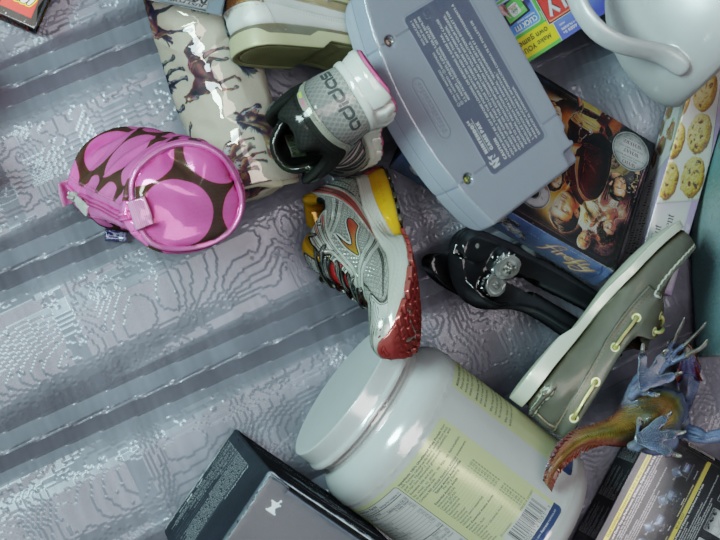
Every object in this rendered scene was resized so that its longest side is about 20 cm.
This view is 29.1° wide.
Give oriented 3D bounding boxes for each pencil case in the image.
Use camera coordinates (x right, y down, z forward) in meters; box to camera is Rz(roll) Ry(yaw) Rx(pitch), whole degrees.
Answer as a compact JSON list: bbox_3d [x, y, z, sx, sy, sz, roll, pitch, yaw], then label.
[{"bbox_3d":[-0.157,-0.059,1.022,0.093,0.200,0.091,-9,99,-23],"label":"pencil case"},{"bbox_3d":[-0.116,-0.149,1.084,0.078,0.089,0.201,-20,93,-40],"label":"pencil case"}]

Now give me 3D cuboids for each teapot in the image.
[{"bbox_3d":[0.256,-0.233,1.083,0.197,0.200,0.146,-44,86,8],"label":"teapot"}]

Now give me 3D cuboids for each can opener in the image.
[{"bbox_3d":[0.149,0.017,1.154,0.199,0.079,0.064,21,96,-22],"label":"can opener"}]

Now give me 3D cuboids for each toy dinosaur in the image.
[{"bbox_3d":[0.233,0.102,1.121,0.199,0.181,0.106,-16,80,6],"label":"toy dinosaur"}]

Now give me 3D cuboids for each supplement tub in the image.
[{"bbox_3d":[0.063,0.152,1.101,0.200,0.145,0.145,37,85,-10],"label":"supplement tub"}]

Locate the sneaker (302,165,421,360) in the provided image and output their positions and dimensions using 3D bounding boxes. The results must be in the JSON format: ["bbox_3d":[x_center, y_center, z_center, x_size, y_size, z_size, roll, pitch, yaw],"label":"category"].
[{"bbox_3d":[0.000,0.000,1.076,0.082,0.200,0.078,-12,128,-4],"label":"sneaker"}]

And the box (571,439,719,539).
[{"bbox_3d":[0.264,0.253,1.194,0.161,0.049,0.201,29,85,-12],"label":"box"}]

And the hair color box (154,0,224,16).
[{"bbox_3d":[-0.138,-0.291,1.037,0.098,0.061,0.201,9,56,-12],"label":"hair color box"}]

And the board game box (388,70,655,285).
[{"bbox_3d":[0.136,-0.094,1.137,0.199,0.035,0.136,29,62,-11],"label":"board game box"}]

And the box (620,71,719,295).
[{"bbox_3d":[0.270,-0.080,1.188,0.041,0.039,0.201,18,88,-11],"label":"box"}]

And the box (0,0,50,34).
[{"bbox_3d":[-0.316,-0.285,1.062,0.199,0.040,0.138,23,86,-11],"label":"box"}]

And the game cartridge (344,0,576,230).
[{"bbox_3d":[0.075,-0.138,1.066,0.133,0.041,0.201,-36,99,-36],"label":"game cartridge"}]

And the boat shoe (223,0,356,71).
[{"bbox_3d":[-0.018,-0.194,1.081,0.199,0.075,0.069,-1,78,-45],"label":"boat shoe"}]

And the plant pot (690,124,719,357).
[{"bbox_3d":[0.385,-0.044,1.144,0.195,0.196,0.201,-9,86,-11],"label":"plant pot"}]

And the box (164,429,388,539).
[{"bbox_3d":[-0.055,0.215,1.051,0.148,0.200,0.105,36,85,-10],"label":"box"}]

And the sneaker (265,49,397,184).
[{"bbox_3d":[-0.031,-0.105,1.046,0.087,0.200,0.074,-29,87,-9],"label":"sneaker"}]

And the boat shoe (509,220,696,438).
[{"bbox_3d":[0.204,0.046,1.110,0.060,0.072,0.202,42,78,7],"label":"boat shoe"}]

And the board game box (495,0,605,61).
[{"bbox_3d":[0.163,-0.267,1.145,0.200,0.029,0.135,-34,98,-21],"label":"board game box"}]
